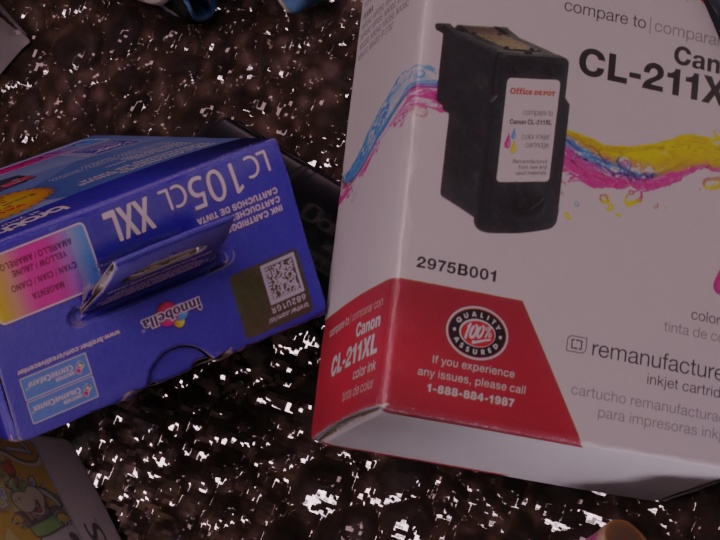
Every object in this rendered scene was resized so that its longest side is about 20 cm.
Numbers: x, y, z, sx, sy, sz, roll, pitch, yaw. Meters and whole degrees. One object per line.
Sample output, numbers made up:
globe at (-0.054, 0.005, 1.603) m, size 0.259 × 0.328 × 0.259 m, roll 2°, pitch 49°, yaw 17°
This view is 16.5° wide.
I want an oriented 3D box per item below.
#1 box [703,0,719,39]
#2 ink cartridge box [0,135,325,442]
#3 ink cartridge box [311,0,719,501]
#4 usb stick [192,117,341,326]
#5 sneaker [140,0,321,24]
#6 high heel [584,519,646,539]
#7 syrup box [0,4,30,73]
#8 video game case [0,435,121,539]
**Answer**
box at (0.221, -0.073, 0.889) m, size 0.157 × 0.051 × 0.200 m, roll -24°, pitch 89°, yaw 2°
ink cartridge box at (-0.107, 0.003, 0.942) m, size 0.200 × 0.136 × 0.077 m, roll 8°, pitch 117°, yaw 59°
ink cartridge box at (0.071, -0.027, 0.928) m, size 0.145 × 0.083 × 0.200 m, roll 10°, pitch 74°, yaw -15°
usb stick at (0.000, 0.000, 1.012) m, size 0.200 × 0.033 × 0.056 m, roll 31°, pitch 78°, yaw 27°
sneaker at (-0.103, -0.143, 1.081) m, size 0.200 × 0.072 × 0.073 m, roll 5°, pitch 105°, yaw 30°
high heel at (0.098, 0.197, 0.902) m, size 0.096 × 0.067 × 0.200 m, roll -37°, pitch 73°, yaw 32°
syrup box at (-0.247, -0.153, 1.129) m, size 0.081 × 0.079 × 0.200 m, roll -44°, pitch 64°, yaw 3°
video game case at (-0.146, 0.127, 0.927) m, size 0.023 × 0.200 × 0.182 m, roll -46°, pitch 57°, yaw 22°
